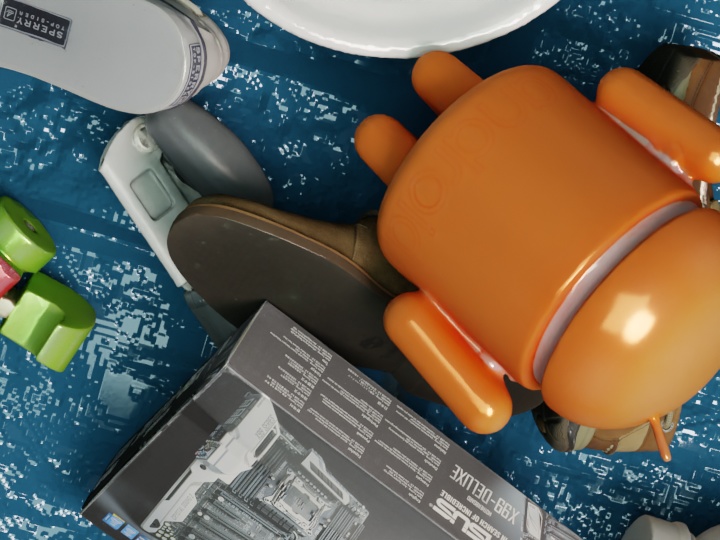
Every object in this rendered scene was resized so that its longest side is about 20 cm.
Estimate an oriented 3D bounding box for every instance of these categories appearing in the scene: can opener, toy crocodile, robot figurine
[{"bbox_3d":[-0.049,0.008,1.357,0.053,0.067,0.200,-39,102,-26],"label":"can opener"},{"bbox_3d":[-0.207,-0.028,1.357,0.068,0.062,0.200,-42,99,9],"label":"toy crocodile"},{"bbox_3d":[0.087,-0.009,1.266,0.200,0.144,0.117,42,143,21],"label":"robot figurine"}]

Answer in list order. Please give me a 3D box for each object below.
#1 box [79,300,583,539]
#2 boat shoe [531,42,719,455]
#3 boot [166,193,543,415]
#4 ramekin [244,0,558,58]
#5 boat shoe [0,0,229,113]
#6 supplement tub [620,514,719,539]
[{"bbox_3d":[-0.011,0.123,1.355,0.200,0.050,0.158,38,138,-8],"label":"box"},{"bbox_3d":[0.140,-0.007,1.360,0.074,0.076,0.200,12,105,-13],"label":"boat shoe"},{"bbox_3d":[0.000,0.000,1.337,0.200,0.076,0.074,23,145,-26],"label":"boot"},{"bbox_3d":[0.017,-0.203,1.271,0.200,0.098,0.201,-5,124,-8],"label":"ramekin"},{"bbox_3d":[-0.152,-0.130,1.332,0.200,0.066,0.072,20,106,18],"label":"boat shoe"},{"bbox_3d":[0.208,0.204,1.365,0.200,0.145,0.145,19,102,-4],"label":"supplement tub"}]
